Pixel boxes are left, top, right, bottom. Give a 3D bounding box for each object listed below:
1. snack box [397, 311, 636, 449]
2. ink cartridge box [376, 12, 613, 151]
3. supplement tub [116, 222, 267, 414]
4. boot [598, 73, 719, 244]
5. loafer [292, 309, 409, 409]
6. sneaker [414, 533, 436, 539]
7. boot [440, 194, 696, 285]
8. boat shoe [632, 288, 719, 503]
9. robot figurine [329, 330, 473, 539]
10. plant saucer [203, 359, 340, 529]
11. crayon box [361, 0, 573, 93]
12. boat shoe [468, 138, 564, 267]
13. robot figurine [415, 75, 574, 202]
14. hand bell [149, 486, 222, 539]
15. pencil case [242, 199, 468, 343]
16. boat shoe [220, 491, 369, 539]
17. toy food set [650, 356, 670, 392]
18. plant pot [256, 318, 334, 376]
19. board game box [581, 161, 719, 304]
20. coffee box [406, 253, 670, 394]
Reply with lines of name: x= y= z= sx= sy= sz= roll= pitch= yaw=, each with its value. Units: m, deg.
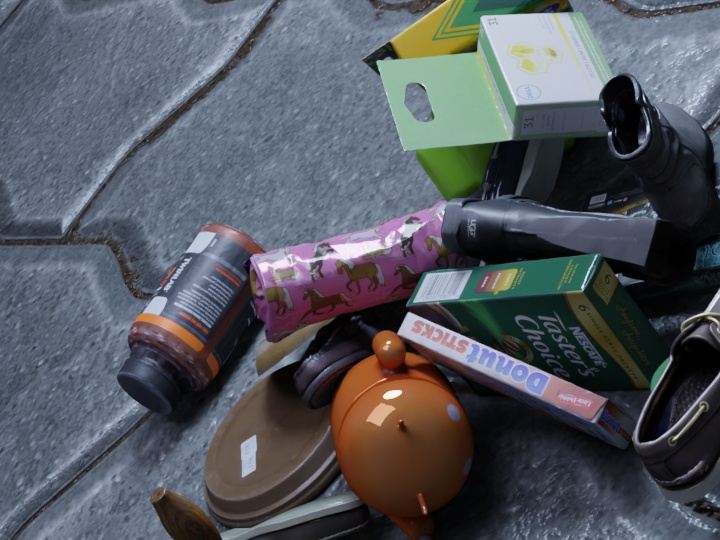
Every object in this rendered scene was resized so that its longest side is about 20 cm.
snack box: x=0.124 y=0.088 z=1.351 sx=0.199 sy=0.072 sz=0.025 roll=23 pitch=80 yaw=35
ink cartridge box: x=0.125 y=-0.175 z=1.533 sx=0.197 sy=0.048 sz=0.146 roll=-3 pitch=42 yaw=-10
supplement tub: x=-0.178 y=0.054 z=1.795 sx=0.106 sy=0.107 sz=0.201 roll=-1 pitch=48 yaw=49
boot: x=0.248 y=-0.122 z=1.432 sx=0.069 sy=0.132 sz=0.201 roll=-33 pitch=30 yaw=14
loafer: x=-0.020 y=0.075 z=1.519 sx=0.072 sy=0.063 sz=0.200 roll=-49 pitch=-13 yaw=20
sneaker: x=0.072 y=0.234 z=1.288 sx=0.199 sy=0.076 sz=0.116 roll=-29 pitch=28 yaw=22
boot: x=0.192 y=-0.028 z=1.418 sx=0.198 sy=0.067 sz=0.164 roll=4 pitch=6 yaw=35
boat shoe: x=0.253 y=0.068 z=1.205 sx=0.071 sy=0.060 sz=0.201 roll=-3 pitch=48 yaw=49
robot figurine: x=0.034 y=0.137 z=1.395 sx=0.145 sy=0.116 sz=0.200 roll=-61 pitch=9 yaw=7
plant saucer: x=-0.077 y=0.159 z=1.613 sx=0.199 sy=0.030 sz=0.201 roll=-30 pitch=32 yaw=21
crayon box: x=0.109 y=-0.231 z=1.655 sx=0.199 sy=0.052 sz=0.126 roll=-33 pitch=-13 yaw=10
boat shoe: x=0.127 y=-0.049 z=1.551 sx=0.061 sy=0.075 sz=0.202 roll=17 pitch=88 yaw=35
robot figurine: x=0.150 y=-0.151 z=1.658 sx=0.199 sy=0.116 sz=0.175 roll=-36 pitch=-3 yaw=0
hand bell: x=-0.101 y=0.242 z=1.352 sx=0.103 sy=0.200 sz=0.105 roll=-28 pitch=31 yaw=19
pencil case: x=0.000 y=0.000 z=1.483 sx=0.198 sy=0.084 sz=0.087 roll=-17 pitch=38 yaw=-7
boat shoe: x=-0.072 y=0.245 z=1.463 sx=0.199 sy=0.061 sz=0.072 roll=-22 pitch=-5 yaw=25
toy food set: x=0.318 y=0.061 z=1.248 sx=0.199 sy=0.049 sz=0.199 roll=8 pitch=55 yaw=53
plant pot: x=-0.028 y=0.031 z=1.633 sx=0.199 sy=0.028 sz=0.200 roll=-38 pitch=0 yaw=0
board game box: x=0.267 y=-0.031 z=1.452 sx=0.198 sy=0.028 sz=0.136 roll=-13 pitch=40 yaw=40
coffee box: x=0.145 y=0.048 z=1.399 sx=0.199 sy=0.123 sz=0.044 roll=-5 pitch=43 yaw=45
